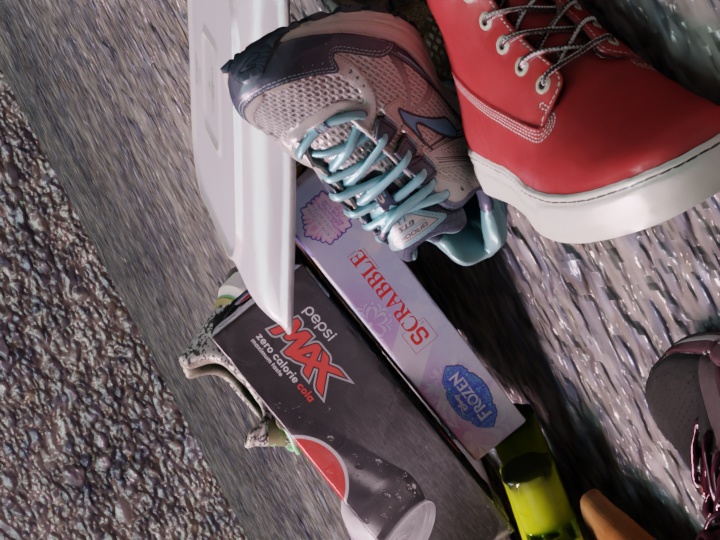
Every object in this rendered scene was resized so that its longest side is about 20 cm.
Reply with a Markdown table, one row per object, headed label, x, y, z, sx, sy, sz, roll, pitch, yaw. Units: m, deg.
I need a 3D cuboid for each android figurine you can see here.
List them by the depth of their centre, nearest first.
| label | x | y | z | sx | sy | sz | roll | pitch | yaw |
| --- | --- | --- | --- | --- | --- | --- | --- | --- | --- |
| android figurine | 0.124 | 0.183 | 0.928 | 0.182 | 0.041 | 0.201 | -102 | -9 | -66 |

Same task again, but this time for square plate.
| label | x | y | z | sx | sy | sz | roll | pitch | yaw |
| --- | --- | --- | --- | --- | --- | --- | --- | --- | --- |
| square plate | -0.067 | -0.095 | 0.820 | 0.198 | 0.028 | 0.201 | -123 | 31 | -63 |

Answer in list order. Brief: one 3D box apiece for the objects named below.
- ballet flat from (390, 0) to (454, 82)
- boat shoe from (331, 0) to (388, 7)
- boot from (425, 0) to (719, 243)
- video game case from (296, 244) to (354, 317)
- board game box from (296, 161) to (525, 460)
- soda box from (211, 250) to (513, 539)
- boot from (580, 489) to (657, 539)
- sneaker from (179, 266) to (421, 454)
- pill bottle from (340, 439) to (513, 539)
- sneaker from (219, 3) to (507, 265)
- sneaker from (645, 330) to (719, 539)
| label | x | y | z | sx | sy | sz | roll | pitch | yaw |
| --- | --- | --- | --- | --- | --- | --- | --- | --- | --- |
| ballet flat | 0.009 | -0.083 | 0.850 | 0.071 | 0.065 | 0.200 | 57 | 165 | 16 |
| boat shoe | -0.030 | -0.210 | 0.727 | 0.063 | 0.071 | 0.200 | -112 | -1 | -48 |
| boot | 0.071 | -0.094 | 0.612 | 0.145 | 0.072 | 0.200 | 68 | 168 | -17 |
| video game case | -0.049 | -0.016 | 1.078 | 0.182 | 0.023 | 0.200 | 52 | -173 | -21 |
| board game box | 0.000 | 0.000 | 0.946 | 0.200 | 0.041 | 0.200 | 52 | 179 | -21 |
| soda box | 0.000 | 0.089 | 0.895 | 0.200 | 0.071 | 0.063 | 51 | -179 | -8 |
| boot | 0.172 | 0.156 | 0.775 | 0.189 | 0.068 | 0.200 | 57 | 174 | -28 |
| sneaker | -0.032 | 0.091 | 0.969 | 0.200 | 0.089 | 0.077 | 38 | 158 | 12 |
| pill bottle | 0.068 | 0.234 | 1.151 | 0.112 | 0.112 | 0.201 | 34 | 149 | 61 |
| sneaker | 0.016 | -0.055 | 0.705 | 0.200 | 0.077 | 0.087 | 18 | -127 | -53 |
| sneaker | 0.144 | 0.094 | 0.611 | 0.200 | 0.115 | 0.076 | 32 | 148 | 62 |
